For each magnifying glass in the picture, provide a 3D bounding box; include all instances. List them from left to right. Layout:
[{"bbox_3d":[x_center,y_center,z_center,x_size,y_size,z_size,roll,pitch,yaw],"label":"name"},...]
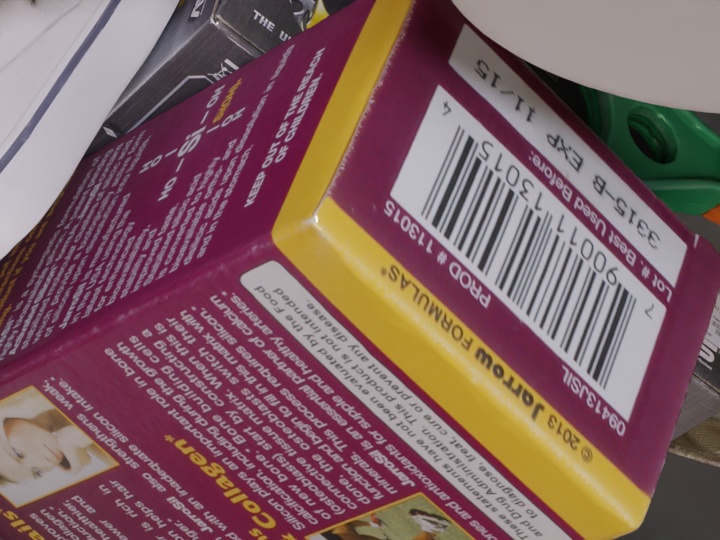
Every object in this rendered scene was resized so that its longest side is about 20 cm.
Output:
[{"bbox_3d":[0.091,-0.035,0.886,0.199,0.080,0.022,25,138,-30],"label":"magnifying glass"}]

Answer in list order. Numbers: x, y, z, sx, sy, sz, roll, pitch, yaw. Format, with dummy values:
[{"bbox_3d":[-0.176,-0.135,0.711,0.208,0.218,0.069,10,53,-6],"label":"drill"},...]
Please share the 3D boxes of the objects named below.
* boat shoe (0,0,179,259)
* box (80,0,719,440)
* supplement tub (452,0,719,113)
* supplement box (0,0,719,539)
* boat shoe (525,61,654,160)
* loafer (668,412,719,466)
[{"bbox_3d":[-0.104,-0.069,0.843,0.072,0.200,0.066,-30,112,34],"label":"boat shoe"},{"bbox_3d":[0.000,0.000,0.918,0.200,0.048,0.158,36,140,-15],"label":"box"},{"bbox_3d":[0.096,-0.155,0.727,0.139,0.201,0.140,10,160,4],"label":"supplement tub"},{"bbox_3d":[-0.018,0.023,0.832,0.200,0.103,0.131,-24,122,42],"label":"supplement box"},{"bbox_3d":[0.005,-0.072,0.914,0.076,0.072,0.200,-32,111,30],"label":"boat shoe"},{"bbox_3d":[0.181,0.074,0.971,0.199,0.075,0.070,17,110,-7],"label":"loafer"}]
